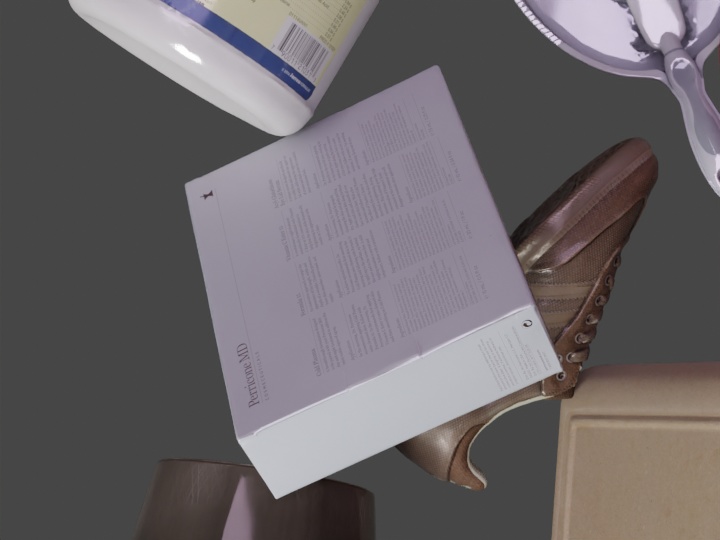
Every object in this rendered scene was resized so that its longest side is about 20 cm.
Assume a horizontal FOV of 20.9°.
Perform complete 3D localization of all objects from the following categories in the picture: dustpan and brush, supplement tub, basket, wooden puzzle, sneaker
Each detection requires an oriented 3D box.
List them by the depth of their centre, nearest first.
[{"bbox_3d":[0.146,0.143,0.924,0.037,0.185,0.202,13,81,-25],"label":"wooden puzzle"},{"bbox_3d":[-0.062,0.201,0.961,0.179,0.136,0.202,10,78,-14],"label":"basket"},{"bbox_3d":[0.093,0.023,1.000,0.075,0.070,0.200,42,97,-4],"label":"sneaker"},{"bbox_3d":[0.155,-0.125,1.002,0.139,0.057,0.202,-21,79,6],"label":"dustpan and brush"},{"bbox_3d":[-0.044,-0.187,1.004,0.144,0.145,0.201,30,88,13],"label":"supplement tub"}]

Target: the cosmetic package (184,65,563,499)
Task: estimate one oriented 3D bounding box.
[{"bbox_3d":[0.000,0.000,0.963,0.150,0.052,0.201,-23,40,5],"label":"cosmetic package"}]
